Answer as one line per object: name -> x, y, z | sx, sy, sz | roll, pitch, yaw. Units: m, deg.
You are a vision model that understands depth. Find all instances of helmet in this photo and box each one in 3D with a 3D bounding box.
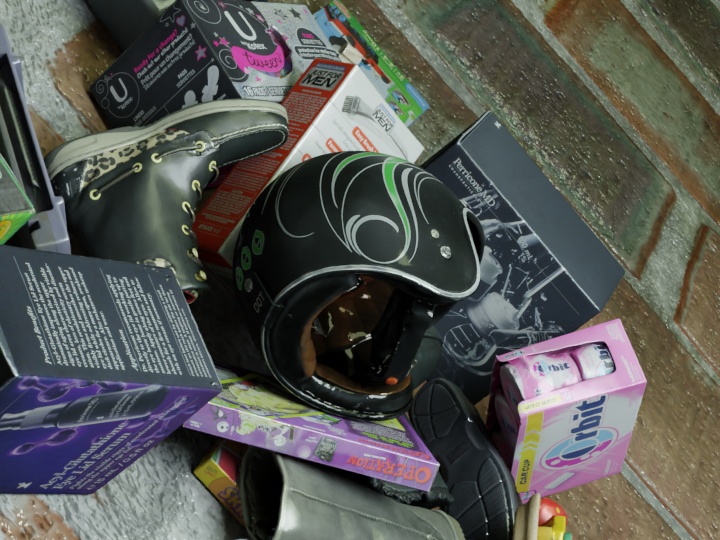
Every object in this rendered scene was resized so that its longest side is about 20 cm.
helmet -> 0.000, 0.000, 1.636 | 0.200, 0.200, 0.191 | 37, 28, -24

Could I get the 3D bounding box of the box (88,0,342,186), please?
box -> -0.113, -0.156, 1.829 | 0.115, 0.132, 0.200 | 57, 28, 13

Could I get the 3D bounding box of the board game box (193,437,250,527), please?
board game box -> -0.040, 0.201, 1.631 | 0.200, 0.030, 0.096 | 50, 28, -8

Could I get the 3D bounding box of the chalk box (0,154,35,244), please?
chalk box -> -0.317, -0.047, 1.414 | 0.125, 0.124, 0.200 | 56, 27, 12

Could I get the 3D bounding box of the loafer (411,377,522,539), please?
loafer -> 0.106, 0.181, 1.823 | 0.063, 0.072, 0.200 | 26, 34, -46

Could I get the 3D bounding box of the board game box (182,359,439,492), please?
board game box -> -0.048, 0.113, 1.601 | 0.199, 0.032, 0.120 | 17, 7, -17

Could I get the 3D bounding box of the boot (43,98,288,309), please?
boot -> -0.136, -0.046, 1.656 | 0.203, 0.074, 0.154 | -15, 66, -15

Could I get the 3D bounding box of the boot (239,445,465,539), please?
boot -> 0.009, 0.221, 1.577 | 0.200, 0.073, 0.182 | 31, 22, -41

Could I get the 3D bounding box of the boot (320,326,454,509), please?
boot -> 0.027, 0.130, 1.762 | 0.198, 0.073, 0.163 | -4, 57, -49

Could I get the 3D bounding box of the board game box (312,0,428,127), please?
board game box -> -0.018, -0.184, 2.104 | 0.151, 0.037, 0.200 | 49, 29, -4

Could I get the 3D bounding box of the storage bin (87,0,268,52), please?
storage bin -> -0.195, -0.289, 1.888 | 0.134, 0.146, 0.200 | -32, 83, -34

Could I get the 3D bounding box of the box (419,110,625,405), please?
box -> 0.103, -0.007, 1.918 | 0.200, 0.182, 0.104 | 49, 28, -3

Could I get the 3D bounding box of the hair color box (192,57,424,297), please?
hair color box -> -0.047, -0.064, 1.747 | 0.064, 0.200, 0.111 | 17, -25, 50

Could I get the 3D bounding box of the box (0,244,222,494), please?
box -> -0.218, 0.069, 1.395 | 0.200, 0.148, 0.105 | 7, 51, -51

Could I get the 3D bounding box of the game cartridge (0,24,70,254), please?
game cartridge -> -0.246, -0.066, 1.551 | 0.130, 0.038, 0.200 | 90, -18, -59

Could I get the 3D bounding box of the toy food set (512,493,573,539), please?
toy food set -> 0.143, 0.278, 1.669 | 0.198, 0.048, 0.201 | -56, 149, -78

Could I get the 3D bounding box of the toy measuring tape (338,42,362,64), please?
toy measuring tape -> -0.014, -0.141, 1.970 | 0.074, 0.073, 0.200 | 35, 53, -27

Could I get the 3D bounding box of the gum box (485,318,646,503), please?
gum box -> 0.174, 0.124, 1.826 | 0.200, 0.113, 0.066 | 92, -20, -60
